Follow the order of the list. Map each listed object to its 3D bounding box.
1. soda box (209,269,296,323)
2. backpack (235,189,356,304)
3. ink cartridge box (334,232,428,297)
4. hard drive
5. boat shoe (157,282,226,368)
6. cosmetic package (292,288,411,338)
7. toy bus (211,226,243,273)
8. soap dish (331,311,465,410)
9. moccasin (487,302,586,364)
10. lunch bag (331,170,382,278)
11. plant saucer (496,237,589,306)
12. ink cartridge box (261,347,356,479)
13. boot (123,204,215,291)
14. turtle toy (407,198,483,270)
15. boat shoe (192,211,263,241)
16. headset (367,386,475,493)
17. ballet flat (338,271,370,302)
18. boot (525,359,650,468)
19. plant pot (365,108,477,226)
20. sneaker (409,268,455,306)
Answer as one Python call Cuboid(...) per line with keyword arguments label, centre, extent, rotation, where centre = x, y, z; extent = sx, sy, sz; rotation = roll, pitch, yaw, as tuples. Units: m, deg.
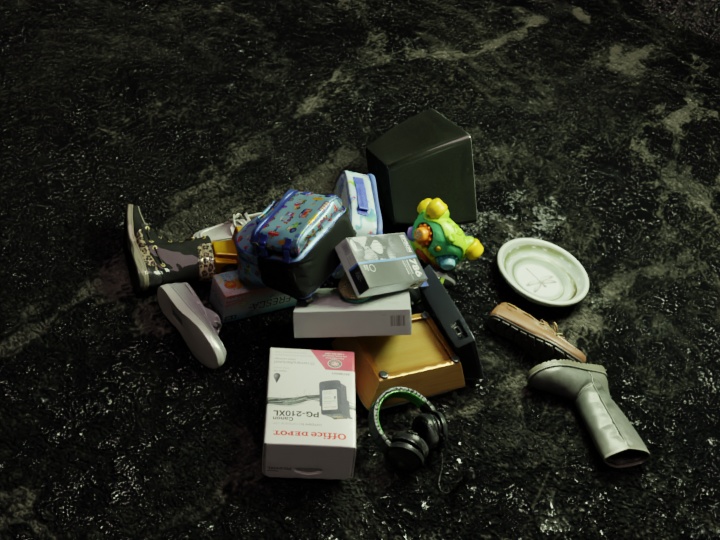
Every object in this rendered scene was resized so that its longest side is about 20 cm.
Cuboid(label="soda box", centre=(-0.172, 0.032, 1.664), extent=(0.199, 0.069, 0.064), rotation=(-12, 46, -30))
Cuboid(label="backpack", centre=(-0.129, -0.053, 1.584), extent=(0.199, 0.135, 0.183), rotation=(13, 47, 37))
Cuboid(label="ink cartridge box", centre=(0.050, -0.013, 1.584), extent=(0.199, 0.039, 0.100), rotation=(-8, 67, -49))
Cuboid(label="hard drive", centre=(0.161, 0.098, 1.665), extent=(0.042, 0.135, 0.200), rotation=(-24, 48, -4))
Cuboid(label="boat shoe", centre=(-0.279, 0.090, 1.572), extent=(0.068, 0.072, 0.200), rotation=(-19, 43, -35))
Cuboid(label="cosmetic package", centre=(-0.012, 0.070, 1.576), extent=(0.198, 0.052, 0.151), rotation=(-2, 16, 3))
Cuboid(label="toy bus", centre=(-0.184, -0.036, 1.724), extent=(0.199, 0.079, 0.065), rotation=(2, 42, -25))
Cuboid(label="soap dish", centre=(0.070, 0.155, 1.601), extent=(0.199, 0.082, 0.158), rotation=(-9, 47, -27))
Cuboid(label="moccasin", centre=(0.344, 0.126, 1.743), extent=(0.201, 0.074, 0.078), rotation=(28, 49, 27))
Cuboid(label="lunch bag", centre=(-0.013, -0.090, 1.784), extent=(0.082, 0.161, 0.201), rotation=(8, 40, -15))
Cuboid(label="plant saucer", centre=(0.373, 0.015, 1.886), extent=(0.199, 0.050, 0.201), rotation=(10, 41, -9))
Cuboid(label="ink cartridge box", centre=(-0.081, 0.227, 1.458), extent=(0.144, 0.085, 0.201), rotation=(3, 42, -5))
Cuboid(label="boot", centre=(-0.358, -0.045, 1.683), extent=(0.150, 0.073, 0.201), rotation=(-3, 44, -22))
Cuboid(label="turtle toy", centre=(0.150, -0.062, 1.807), extent=(0.101, 0.200, 0.146), rotation=(-44, 100, -4))
Cuboid(label="boat shoe", centre=(-0.234, -0.082, 1.768), extent=(0.199, 0.070, 0.071), rotation=(-10, 46, -25))
Cuboid(label="headset", centre=(0.102, 0.273, 1.470), extent=(0.123, 0.094, 0.200), rotation=(-30, 76, -39))
Cuboid(label="ballet flat", centre=(0.000, 0.000, 1.617), extent=(0.070, 0.066, 0.200), rotation=(6, 15, 2))
Cuboid(label="boot", centre=(0.404, 0.258, 1.624), extent=(0.180, 0.073, 0.201), rotation=(2, 50, -15))
Cuboid(label="plant pot", centre=(0.120, -0.203, 1.916), extent=(0.176, 0.201, 0.200), rotation=(-17, 31, -15))
Cuboid(label="sneaker", centre=(0.095, 0.043, 1.766), extent=(0.199, 0.072, 0.083), rotation=(0, 78, -25))
